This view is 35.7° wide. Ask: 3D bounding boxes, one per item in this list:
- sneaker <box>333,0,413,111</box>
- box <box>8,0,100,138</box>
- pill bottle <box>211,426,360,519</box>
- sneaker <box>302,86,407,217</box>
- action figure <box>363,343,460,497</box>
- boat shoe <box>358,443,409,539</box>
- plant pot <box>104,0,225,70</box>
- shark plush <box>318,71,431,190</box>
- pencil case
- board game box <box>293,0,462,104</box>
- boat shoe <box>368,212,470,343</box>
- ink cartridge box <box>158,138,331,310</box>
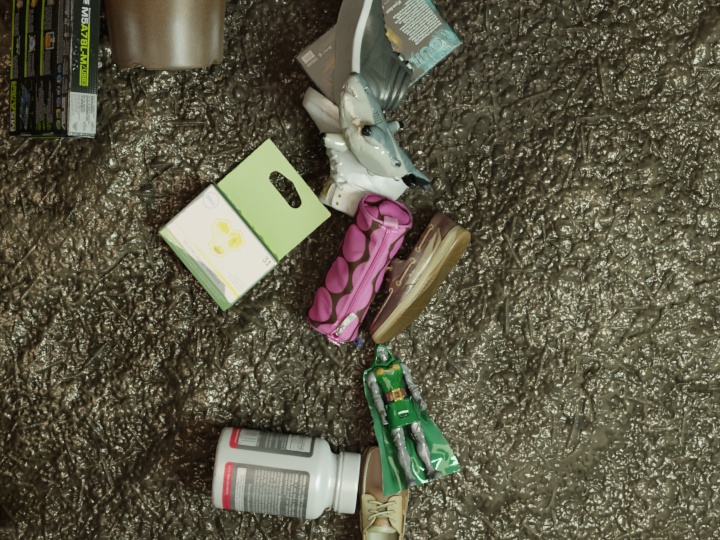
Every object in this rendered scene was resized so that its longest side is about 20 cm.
[{"bbox_3d":[0.023,-0.305,1.508,0.098,0.070,0.204,14,75,-30],"label":"sneaker"},{"bbox_3d":[-0.409,-0.277,1.486,0.047,0.192,0.204,0,94,-38],"label":"box"},{"bbox_3d":[-0.101,0.283,1.548,0.196,0.111,0.113,7,94,0],"label":"pill bottle"},{"bbox_3d":[-0.028,-0.146,1.519,0.200,0.074,0.116,41,95,-23],"label":"sneaker"},{"bbox_3d":[0.055,0.198,1.556,0.116,0.055,0.203,-15,76,-18],"label":"action figure"},{"bbox_3d":[0.034,0.347,1.569,0.074,0.074,0.204,-2,94,0],"label":"boat shoe"},{"bbox_3d":[-0.255,-0.372,1.466,0.196,0.201,0.202,0,107,0],"label":"plant pot"},{"bbox_3d":[0.041,-0.169,1.464,0.199,0.090,0.084,34,63,-28],"label":"shark plush"},{"bbox_3d":[0.000,0.000,1.517,0.090,0.094,0.202,22,109,-5],"label":"pencil case"},{"bbox_3d":[0.024,-0.304,1.550,0.199,0.028,0.136,-38,95,3],"label":"board game box"},{"bbox_3d":[0.068,0.008,1.558,0.072,0.072,0.201,40,100,21],"label":"boat shoe"},{"bbox_3d":[-0.160,-0.065,1.559,0.199,0.048,0.146,-40,92,5],"label":"ink cartridge box"}]
